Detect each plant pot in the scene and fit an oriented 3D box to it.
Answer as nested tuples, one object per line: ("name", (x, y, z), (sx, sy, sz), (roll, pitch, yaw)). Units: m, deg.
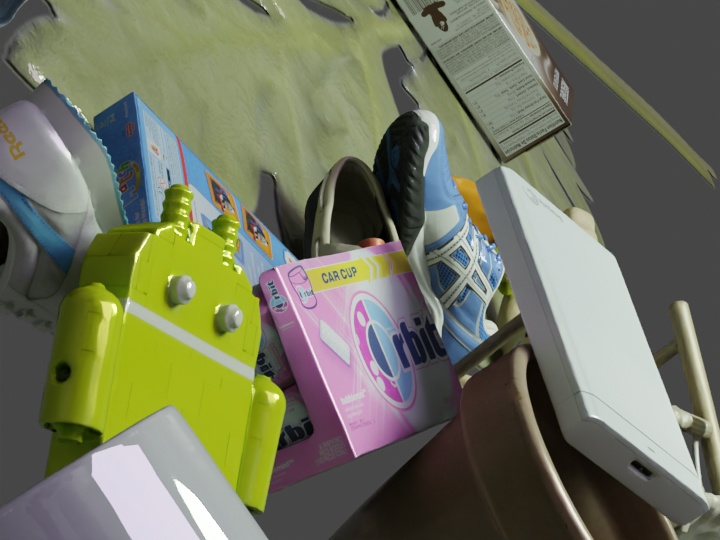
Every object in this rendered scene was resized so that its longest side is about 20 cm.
("plant pot", (0.072, 0.166, 1.477), (0.200, 0.175, 0.200), (52, 18, -25))

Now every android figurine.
("android figurine", (-0.095, 0.060, 1.249), (0.182, 0.041, 0.200), (37, 59, -55))

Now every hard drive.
("hard drive", (0.136, 0.042, 1.517), (0.132, 0.027, 0.200), (37, 26, -42))

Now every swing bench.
("swing bench", (0.169, 0.117, 1.678), (0.199, 0.130, 0.200), (20, 36, -55))

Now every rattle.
("rattle", (0.111, 0.026, 2.045), (0.143, 0.130, 0.200), (37, 52, -29))

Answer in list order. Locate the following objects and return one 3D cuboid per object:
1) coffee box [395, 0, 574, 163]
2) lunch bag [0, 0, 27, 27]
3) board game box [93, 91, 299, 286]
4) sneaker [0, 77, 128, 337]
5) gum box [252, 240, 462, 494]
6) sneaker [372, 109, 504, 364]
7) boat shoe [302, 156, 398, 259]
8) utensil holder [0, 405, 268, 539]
("coffee box", (0.118, -0.216, 2.465), (0.200, 0.080, 0.114), (55, 17, -15))
("lunch bag", (-0.227, -0.260, 1.437), (0.200, 0.127, 0.170), (45, 18, -22))
("board game box", (-0.083, 0.007, 1.547), (0.200, 0.037, 0.151), (45, 22, -38))
("sneaker", (-0.154, -0.004, 1.293), (0.077, 0.081, 0.200), (45, -19, 43))
("gum box", (-0.017, 0.054, 1.488), (0.114, 0.066, 0.200), (67, 22, 4))
("sneaker", (0.055, -0.021, 1.795), (0.076, 0.077, 0.200), (-123, -155, -60))
("boat shoe", (0.000, 0.000, 1.718), (0.071, 0.063, 0.200), (10, 32, -15))
("utensil holder", (-0.087, 0.178, 1.008), (0.200, 0.170, 0.170), (57, 16, 1))
